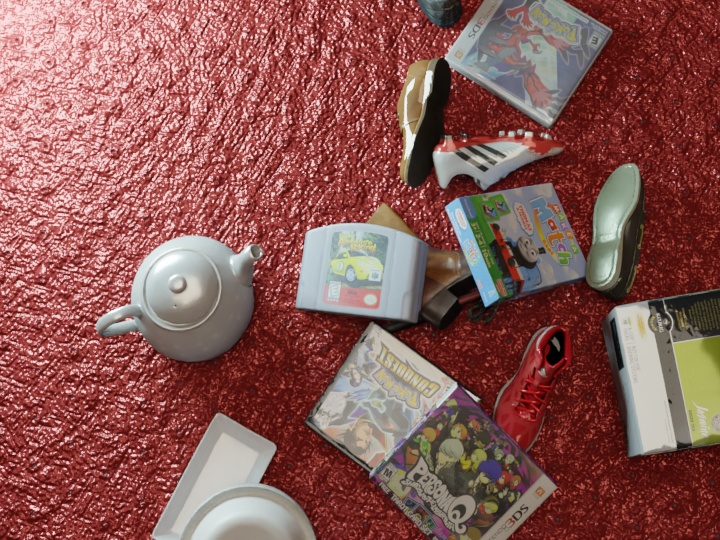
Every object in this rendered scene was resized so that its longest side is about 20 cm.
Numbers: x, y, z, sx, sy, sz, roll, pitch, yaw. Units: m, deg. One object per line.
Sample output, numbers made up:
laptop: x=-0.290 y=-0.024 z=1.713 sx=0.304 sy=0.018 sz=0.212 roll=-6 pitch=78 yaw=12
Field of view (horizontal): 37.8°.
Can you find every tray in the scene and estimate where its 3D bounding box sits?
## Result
tray: x=-0.209 y=0.320 z=1.523 sx=0.106 sy=0.022 sz=0.202 roll=26 pitch=82 yaw=11

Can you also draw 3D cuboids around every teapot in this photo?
teapot: x=-0.255 y=0.036 z=1.524 sx=0.194 sy=0.146 sz=0.203 roll=21 pitch=81 yaw=9

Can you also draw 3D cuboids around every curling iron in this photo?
curling iron: x=0.109 y=0.070 z=1.546 sx=0.196 sy=0.026 sz=0.050 roll=-13 pitch=74 yaw=2

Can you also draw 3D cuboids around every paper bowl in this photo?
paper bowl: x=-0.155 y=0.399 z=1.446 sx=0.196 sy=0.104 sz=0.205 roll=1 pitch=83 yaw=-5

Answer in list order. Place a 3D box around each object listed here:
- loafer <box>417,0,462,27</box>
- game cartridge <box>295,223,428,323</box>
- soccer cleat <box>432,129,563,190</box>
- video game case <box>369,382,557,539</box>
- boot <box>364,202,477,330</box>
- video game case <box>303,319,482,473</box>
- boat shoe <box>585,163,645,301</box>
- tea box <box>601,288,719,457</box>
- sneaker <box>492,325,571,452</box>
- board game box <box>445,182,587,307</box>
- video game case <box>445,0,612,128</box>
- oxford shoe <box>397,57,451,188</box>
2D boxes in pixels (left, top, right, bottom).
loafer: x=0.086 y=-0.472 z=1.640 sx=0.073 sy=0.072 sz=0.200 roll=-43 pitch=77 yaw=-4
game cartridge: x=0.000 y=0.000 z=1.529 sx=0.197 sy=0.041 sz=0.136 roll=4 pitch=80 yaw=28
soccer cleat: x=0.205 y=-0.164 z=1.572 sx=0.196 sy=0.069 sz=0.087 roll=-3 pitch=102 yaw=-4
video game case: x=0.142 y=0.291 z=1.459 sx=0.200 sy=0.036 sz=0.181 roll=45 pitch=95 yaw=0
boot: x=0.103 y=-0.034 z=1.559 sx=0.199 sy=0.069 sz=0.189 roll=39 pitch=84 yaw=27
video game case: x=0.047 y=0.203 z=1.515 sx=0.199 sy=0.026 sz=0.182 roll=34 pitch=88 yaw=10
boat shoe: x=0.380 y=-0.056 z=1.535 sx=0.071 sy=0.060 sz=0.204 roll=-4 pitch=62 yaw=49
tea box: x=0.452 y=0.142 z=1.447 sx=0.193 sy=0.134 sz=0.204 roll=-8 pitch=78 yaw=4
sneaker: x=0.238 y=0.164 z=1.469 sx=0.077 sy=0.116 sz=0.203 roll=19 pitch=80 yaw=8
board game box: x=0.227 y=-0.041 z=1.497 sx=0.198 sy=0.036 sz=0.154 roll=-11 pitch=74 yaw=-39
video game case: x=0.259 y=-0.346 z=1.624 sx=0.198 sy=0.023 sz=0.184 roll=34 pitch=83 yaw=11
oxford shoe: x=0.085 y=-0.223 z=1.601 sx=0.070 sy=0.071 sz=0.204 roll=5 pitch=77 yaw=34
